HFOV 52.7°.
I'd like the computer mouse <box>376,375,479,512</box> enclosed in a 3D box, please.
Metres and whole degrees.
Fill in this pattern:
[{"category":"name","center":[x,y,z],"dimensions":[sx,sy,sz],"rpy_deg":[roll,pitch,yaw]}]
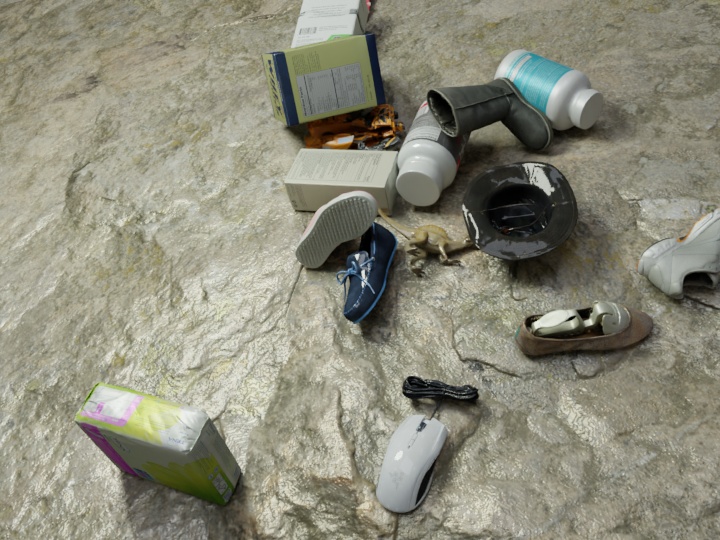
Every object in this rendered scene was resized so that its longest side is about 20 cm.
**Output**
[{"category":"computer mouse","center":[0.080,0.226,0.975],"dimensions":[0.108,0.044,0.201],"rpy_deg":[12,52,23]}]

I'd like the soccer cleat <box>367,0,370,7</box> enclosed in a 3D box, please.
[{"category":"soccer cleat","center":[-0.013,-0.670,1.822],"dimensions":[0.076,0.066,0.202],"rpy_deg":[-25,41,48]}]

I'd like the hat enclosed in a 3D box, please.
[{"category":"hat","center":[0.262,-0.082,1.187],"dimensions":[0.198,0.081,0.203],"rpy_deg":[-9,54,13]}]

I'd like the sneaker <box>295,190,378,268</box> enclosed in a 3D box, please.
[{"category":"sneaker","center":[-0.033,-0.091,1.224],"dimensions":[0.200,0.075,0.105],"rpy_deg":[-39,16,42]}]

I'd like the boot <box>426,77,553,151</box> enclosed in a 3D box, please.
[{"category":"boot","center":[0.233,-0.270,1.297],"dimensions":[0.199,0.073,0.182],"rpy_deg":[-21,64,-45]}]

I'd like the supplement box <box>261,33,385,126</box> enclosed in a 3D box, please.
[{"category":"supplement box","center":[-0.078,-0.384,1.450],"dimensions":[0.197,0.136,0.200],"rpy_deg":[-15,19,-11]}]

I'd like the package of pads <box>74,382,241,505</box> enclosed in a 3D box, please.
[{"category":"package of pads","center":[-0.273,0.233,0.987],"dimensions":[0.197,0.156,0.069],"rpy_deg":[10,51,22]}]

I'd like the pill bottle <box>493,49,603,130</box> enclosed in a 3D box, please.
[{"category":"pill bottle","center":[0.355,-0.336,1.371],"dimensions":[0.110,0.112,0.199],"rpy_deg":[-37,49,-19]}]

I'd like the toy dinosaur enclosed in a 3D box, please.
[{"category":"toy dinosaur","center":[0.103,-0.048,1.213],"dimensions":[0.197,0.059,0.102],"rpy_deg":[17,46,5]}]

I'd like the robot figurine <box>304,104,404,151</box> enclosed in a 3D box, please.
[{"category":"robot figurine","center":[-0.010,-0.278,1.451],"dimensions":[0.197,0.059,0.146],"rpy_deg":[-9,45,7]}]

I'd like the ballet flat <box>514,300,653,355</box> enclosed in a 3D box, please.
[{"category":"ballet flat","center":[0.319,0.078,1.031],"dimensions":[0.197,0.068,0.069],"rpy_deg":[-12,46,3]}]

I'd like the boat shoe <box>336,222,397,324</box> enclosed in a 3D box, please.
[{"category":"boat shoe","center":[0.000,0.000,1.177],"dimensions":[0.084,0.069,0.201],"rpy_deg":[-34,25,35]}]

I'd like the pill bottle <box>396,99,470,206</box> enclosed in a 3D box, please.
[{"category":"pill bottle","center":[0.131,-0.215,1.320],"dimensions":[0.109,0.111,0.201],"rpy_deg":[8,51,21]}]

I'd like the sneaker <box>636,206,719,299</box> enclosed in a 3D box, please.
[{"category":"sneaker","center":[0.516,-0.022,1.076],"dimensions":[0.198,0.076,0.092],"rpy_deg":[-30,55,-2]}]

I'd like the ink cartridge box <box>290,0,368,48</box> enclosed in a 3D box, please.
[{"category":"ink cartridge box","center":[-0.068,-0.551,1.674],"dimensions":[0.144,0.084,0.202],"rpy_deg":[2,62,17]}]

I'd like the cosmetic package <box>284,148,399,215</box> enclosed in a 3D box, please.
[{"category":"cosmetic package","center":[-0.029,-0.165,1.344],"dimensions":[0.197,0.072,0.106],"rpy_deg":[6,49,20]}]
